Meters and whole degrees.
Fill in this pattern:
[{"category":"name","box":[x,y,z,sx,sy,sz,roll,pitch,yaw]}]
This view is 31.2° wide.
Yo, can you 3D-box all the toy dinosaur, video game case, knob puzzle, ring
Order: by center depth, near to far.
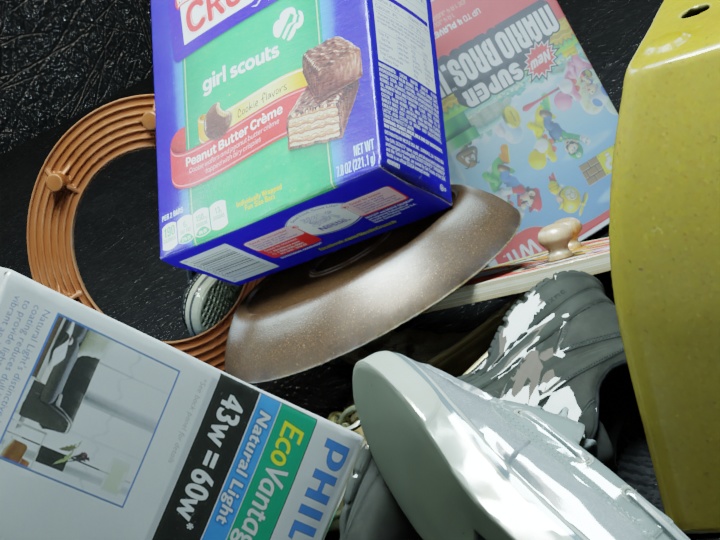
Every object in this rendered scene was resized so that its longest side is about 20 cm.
[{"category":"knob puzzle","box":[0.111,-0.012,0.757,0.216,0.031,0.220,-14,1,0]},{"category":"toy dinosaur","box":[0.017,0.056,0.829,0.198,0.059,0.101,-7,10,36]},{"category":"ring","box":[-0.136,-0.016,0.866,0.198,0.203,0.019,-20,3,15]},{"category":"video game case","box":[0.104,-0.108,0.894,0.142,0.202,0.017,-30,3,-16]}]

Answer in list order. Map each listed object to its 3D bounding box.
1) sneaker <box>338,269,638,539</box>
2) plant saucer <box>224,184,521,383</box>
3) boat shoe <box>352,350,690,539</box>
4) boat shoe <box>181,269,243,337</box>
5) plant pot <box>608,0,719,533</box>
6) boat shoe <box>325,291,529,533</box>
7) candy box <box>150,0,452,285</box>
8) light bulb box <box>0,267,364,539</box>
[{"category":"sneaker","box":[0.072,0.086,0.620,0.200,0.076,0.090,-44,50,-13]},{"category":"plant saucer","box":[0.000,0.000,0.764,0.198,0.032,0.200,-29,12,7]},{"category":"boat shoe","box":[0.072,0.095,0.541,0.071,0.071,0.201,-22,43,-27]},{"category":"boat shoe","box":[-0.112,0.009,1.046,0.061,0.076,0.200,4,19,10]},{"category":"plant pot","box":[0.208,-0.034,0.561,0.193,0.202,0.195,-15,21,31]},{"category":"boat shoe","box":[0.029,0.078,0.708,0.198,0.063,0.073,-28,19,-7]},{"category":"candy box","box":[-0.041,-0.115,0.770,0.167,0.077,0.203,-20,64,32]},{"category":"light bulb box","box":[-0.140,0.088,0.646,0.197,0.199,0.126,9,72,59]}]
